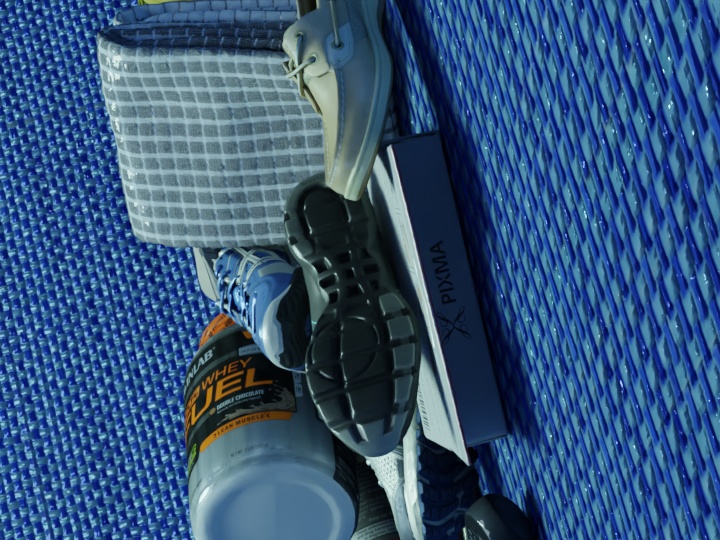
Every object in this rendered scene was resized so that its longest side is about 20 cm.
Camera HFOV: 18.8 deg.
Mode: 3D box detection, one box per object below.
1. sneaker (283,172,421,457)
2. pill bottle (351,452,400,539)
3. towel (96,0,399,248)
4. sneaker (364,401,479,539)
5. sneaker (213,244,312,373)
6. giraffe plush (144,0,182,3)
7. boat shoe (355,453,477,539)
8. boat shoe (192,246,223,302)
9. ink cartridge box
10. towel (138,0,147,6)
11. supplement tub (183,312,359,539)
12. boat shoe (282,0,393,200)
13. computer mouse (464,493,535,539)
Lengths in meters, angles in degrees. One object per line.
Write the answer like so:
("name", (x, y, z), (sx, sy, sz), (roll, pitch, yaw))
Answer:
("sneaker", (0.004, 0.033, 1.377), (0.079, 0.075, 0.200), (60, -163, -56))
("pill bottle", (0.009, 0.175, 1.694), (0.116, 0.116, 0.200), (86, 168, -52))
("towel", (-0.076, -0.099, 1.506), (0.086, 0.200, 0.166), (-59, -34, -56))
("sneaker", (0.023, 0.102, 1.502), (0.077, 0.085, 0.200), (9, -111, -54))
("sneaker", (-0.064, 0.024, 1.520), (0.200, 0.077, 0.076), (-96, 5, -76))
("giraffe plush", (-0.072, -0.228, 1.577), (0.200, 0.172, 0.162), (-53, 53, 35))
("boat shoe", (0.033, 0.132, 1.590), (0.075, 0.075, 0.203), (93, 162, -65))
("boat shoe", (-0.085, -0.031, 1.659), (0.093, 0.075, 0.200), (25, 156, 25))
("ink cartridge box", (0.050, 0.013, 1.363), (0.176, 0.045, 0.200), (-165, 61, -82))
("towel", (-0.148, -0.140, 1.730), (0.200, 0.018, 0.086), (79, 176, -47))
("supplement tub", (-0.068, 0.120, 1.604), (0.200, 0.122, 0.123), (-100, 2, -53))
("boat shoe", (-0.019, -0.132, 1.357), (0.072, 0.065, 0.200), (116, 158, -56))
("computer mouse", (0.102, 0.207, 1.413), (0.059, 0.034, 0.200), (50, 163, 35))
